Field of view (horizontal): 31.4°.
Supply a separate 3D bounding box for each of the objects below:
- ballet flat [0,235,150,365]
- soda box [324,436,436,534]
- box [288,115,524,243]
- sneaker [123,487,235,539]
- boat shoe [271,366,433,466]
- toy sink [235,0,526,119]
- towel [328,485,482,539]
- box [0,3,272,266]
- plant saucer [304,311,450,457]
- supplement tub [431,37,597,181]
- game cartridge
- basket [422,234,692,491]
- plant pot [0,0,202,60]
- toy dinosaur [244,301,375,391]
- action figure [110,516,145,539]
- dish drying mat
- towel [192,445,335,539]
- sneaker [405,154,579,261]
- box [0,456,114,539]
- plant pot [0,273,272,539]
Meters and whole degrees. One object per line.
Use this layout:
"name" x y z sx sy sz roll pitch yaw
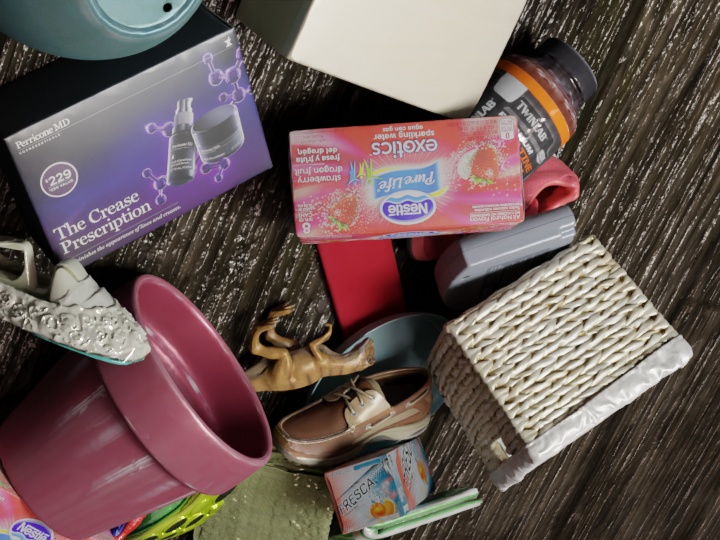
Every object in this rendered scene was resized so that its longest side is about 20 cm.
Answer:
"ballet flat" -0.253 0.013 0.989 0.072 0.199 0.072 18 90 -83
"soda box" 0.023 0.216 1.308 0.068 0.064 0.200 -19 175 10
"box" 0.039 -0.078 1.128 0.199 0.100 0.096 -4 88 0
"sneaker" -0.171 0.200 1.258 0.200 0.084 0.074 -45 154 22
"boat shoe" -0.005 0.139 1.296 0.199 0.076 0.072 -14 131 -41
"toy sink" 0.018 -0.227 1.080 0.199 0.112 0.131 13 111 -38
"towel" 0.022 0.269 1.394 0.152 0.200 0.023 -14 85 -29
"box" -0.185 -0.108 1.027 0.200 0.079 0.142 -30 131 -18
"plant saucer" 0.022 0.119 1.370 0.199 0.027 0.201 -21 137 -21
"supplement tub" 0.134 -0.136 1.239 0.200 0.107 0.107 -43 136 -7
"game cartridge" 0.141 -0.008 1.299 0.133 0.041 0.200 -22 166 -5
"basket" 0.191 0.094 1.290 0.200 0.161 0.198 -31 167 -13
"plant pot" -0.179 -0.231 0.904 0.199 0.135 0.201 -21 130 -27
"toy dinosaur" -0.082 0.095 1.249 0.199 0.060 0.107 -16 106 -3
"action figure" -0.242 0.242 1.233 0.052 0.065 0.200 13 112 -50
"dish drying mat" 0.000 0.000 1.291 0.077 0.018 0.200 -29 134 -15
"towel" -0.102 0.261 1.329 0.148 0.037 0.201 10 118 1
"sneaker" 0.138 -0.065 1.305 0.200 0.087 0.074 -31 133 -18
"box" -0.321 0.215 1.125 0.103 0.095 0.200 -42 136 1
"plant pot" -0.203 0.133 1.110 0.179 0.200 0.200 -35 137 8
